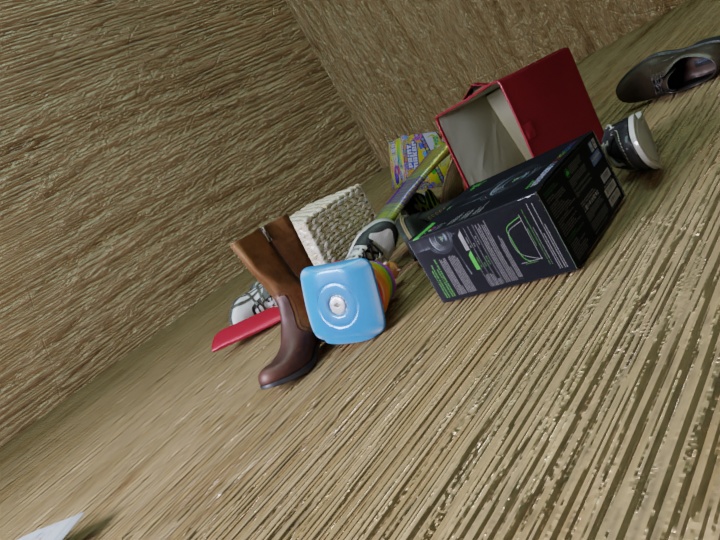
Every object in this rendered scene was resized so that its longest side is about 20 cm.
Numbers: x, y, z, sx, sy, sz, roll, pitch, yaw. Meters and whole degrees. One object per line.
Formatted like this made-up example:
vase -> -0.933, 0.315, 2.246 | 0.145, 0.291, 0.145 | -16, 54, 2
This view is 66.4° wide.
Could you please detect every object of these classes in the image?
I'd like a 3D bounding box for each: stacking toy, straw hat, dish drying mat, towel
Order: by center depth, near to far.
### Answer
stacking toy -> 0.010, 0.023, 0.806 | 0.115, 0.111, 0.200 | -9, 10, 27
towel -> 0.100, -0.161, 1.042 | 0.201, 0.023, 0.144 | -51, 10, -2
straw hat -> 0.234, -0.190, 1.063 | 0.202, 0.084, 0.202 | -54, -21, -30
dish drying mat -> -0.222, 0.112, 1.167 | 0.198, 0.018, 0.077 | -24, 21, 2

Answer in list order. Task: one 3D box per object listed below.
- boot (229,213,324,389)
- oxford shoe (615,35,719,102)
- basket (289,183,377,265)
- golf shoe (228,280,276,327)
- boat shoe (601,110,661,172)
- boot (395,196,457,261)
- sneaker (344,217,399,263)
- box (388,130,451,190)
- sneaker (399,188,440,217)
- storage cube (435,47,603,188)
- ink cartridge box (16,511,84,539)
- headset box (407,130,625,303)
boot -> -0.117, 0.041, 0.774 | 0.188, 0.201, 0.068 | -39, 13, -33
oxford shoe -> 0.523, -0.335, 0.947 | 0.084, 0.073, 0.199 | -40, 13, -26
basket -> -0.077, -0.052, 1.137 | 0.199, 0.162, 0.198 | -13, 20, 48
golf shoe -> -0.230, 0.076, 1.274 | 0.094, 0.078, 0.201 | -9, 33, 28
boat shoe -> 0.338, -0.160, 0.702 | 0.060, 0.074, 0.200 | -25, 10, 32
boot -> 0.141, -0.089, 0.967 | 0.137, 0.078, 0.200 | -25, 14, 15
sneaker -> 0.000, 0.000, 0.947 | 0.200, 0.075, 0.088 | -50, 15, 9
box -> 0.177, -0.259, 1.289 | 0.190, 0.124, 0.200 | -8, 10, -4
sneaker -> 0.120, -0.118, 1.165 | 0.076, 0.076, 0.200 | -37, -5, 23
storage cube -> 0.270, -0.239, 0.930 | 0.179, 0.202, 0.171 | -31, 9, -26
ink cartridge box -> -0.421, 0.374, 0.621 | 0.198, 0.048, 0.160 | -26, 12, 9
headset box -> 0.179, -0.058, 0.657 | 0.199, 0.093, 0.174 | -20, 16, 50
